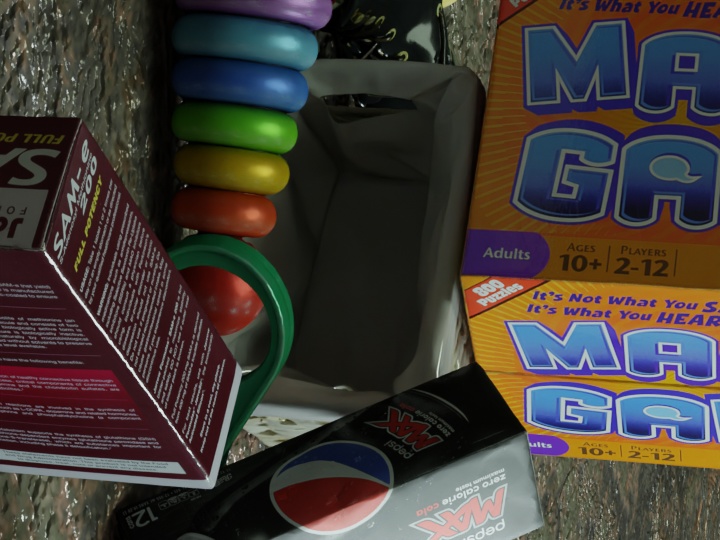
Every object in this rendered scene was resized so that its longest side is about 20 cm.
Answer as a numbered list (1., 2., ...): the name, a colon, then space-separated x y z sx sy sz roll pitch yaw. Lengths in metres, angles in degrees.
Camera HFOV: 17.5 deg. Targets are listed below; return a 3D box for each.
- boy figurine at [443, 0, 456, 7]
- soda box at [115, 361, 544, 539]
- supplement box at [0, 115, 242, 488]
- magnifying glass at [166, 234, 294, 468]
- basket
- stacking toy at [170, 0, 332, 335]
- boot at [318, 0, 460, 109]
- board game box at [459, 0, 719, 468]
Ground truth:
1. boy figurine: 0.058 -0.236 1.526 0.125 0.064 0.201 68 31 -50
2. soda box: -0.014 0.122 1.153 0.063 0.199 0.071 -125 -163 -50
3. supplement box: -0.130 0.016 0.931 0.200 0.108 0.061 63 34 -57
4. magnifying glass: -0.077 0.077 1.167 0.022 0.079 0.201 -56 154 -62
5. basket: 0.000 0.000 1.280 0.123 0.135 0.201 60 36 -64
6. stacking toy: -0.063 -0.067 1.175 0.085 0.085 0.201 8 88 -71
7. boot: 0.004 -0.132 1.368 0.154 0.073 0.205 -11 96 -69
8. board game box: 0.172 -0.025 1.283 0.200 0.199 0.201 75 22 -58
